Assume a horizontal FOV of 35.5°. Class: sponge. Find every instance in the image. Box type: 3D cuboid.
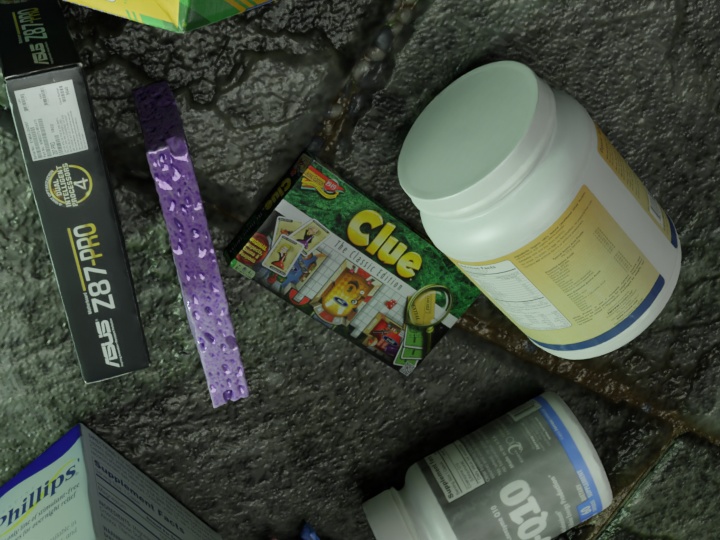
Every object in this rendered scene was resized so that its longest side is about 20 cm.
[{"bbox_3d":[-0.117,-0.018,0.773,0.029,0.112,0.202,-15,123,-9],"label":"sponge"}]

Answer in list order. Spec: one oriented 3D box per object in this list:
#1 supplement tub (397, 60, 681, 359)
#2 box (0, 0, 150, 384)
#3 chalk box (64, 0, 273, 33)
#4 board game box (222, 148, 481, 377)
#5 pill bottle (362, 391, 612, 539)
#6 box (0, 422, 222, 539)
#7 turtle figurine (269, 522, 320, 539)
[{"bbox_3d":[0.133,-0.043,0.834,0.144,0.145,0.200,-43,124,7],"label":"supplement tub"},{"bbox_3d":[-0.180,-0.058,0.697,0.048,0.162,0.202,-14,124,-11],"label":"box"},{"bbox_3d":[-0.088,-0.225,0.634,0.200,0.122,0.126,-40,143,-53],"label":"chalk box"},{"bbox_3d":[0.000,0.000,0.883,0.199,0.023,0.105,33,101,-32],"label":"board game box"},{"bbox_3d":[0.108,0.200,0.983,0.198,0.114,0.115,-28,125,-3],"label":"pill bottle"},{"bbox_3d":[-0.180,0.252,0.850,0.105,0.201,0.184,-37,125,5],"label":"box"},{"bbox_3d":[-0.038,0.340,0.956,0.194,0.142,0.202,-40,121,-47],"label":"turtle figurine"}]
